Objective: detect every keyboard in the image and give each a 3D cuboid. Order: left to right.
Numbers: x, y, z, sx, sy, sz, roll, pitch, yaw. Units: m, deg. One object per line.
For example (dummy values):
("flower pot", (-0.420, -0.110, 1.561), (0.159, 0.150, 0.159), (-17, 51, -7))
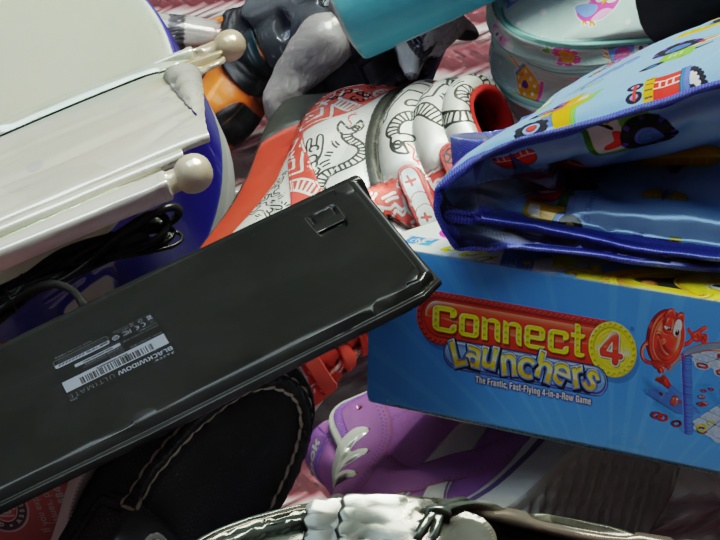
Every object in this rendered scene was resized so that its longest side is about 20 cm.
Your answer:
("keyboard", (-0.082, 0.024, 0.792), (0.200, 0.021, 0.127), (-25, 34, -8))

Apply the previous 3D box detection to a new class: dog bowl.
("dog bowl", (-0.158, -0.036, 1.036), (0.200, 0.079, 0.201), (-8, 55, 12))

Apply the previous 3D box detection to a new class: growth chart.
("growth chart", (-0.112, -0.038, 0.900), (0.144, 0.018, 0.200), (-21, 18, 6))

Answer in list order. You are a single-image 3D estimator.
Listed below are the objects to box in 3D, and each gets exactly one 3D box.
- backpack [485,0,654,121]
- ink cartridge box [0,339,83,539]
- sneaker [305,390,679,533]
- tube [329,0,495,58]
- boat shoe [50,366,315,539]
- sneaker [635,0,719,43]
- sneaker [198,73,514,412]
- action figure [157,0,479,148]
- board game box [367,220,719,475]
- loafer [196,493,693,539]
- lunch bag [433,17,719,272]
("backpack", (0.153, -0.093, 1.004), (0.200, 0.127, 0.167), (-4, 36, 26))
("ink cartridge box", (-0.176, 0.099, 0.855), (0.199, 0.117, 0.068), (-10, 32, 9))
("sneaker", (0.005, 0.094, 0.828), (0.114, 0.073, 0.200), (13, 30, 41))
("tube", (0.081, -0.146, 0.976), (0.200, 0.050, 0.078), (-24, 55, 9))
("boat shoe", (-0.074, 0.112, 0.783), (0.200, 0.076, 0.060), (-56, 32, -1))
("sneaker", (0.199, -0.129, 0.889), (0.199, 0.080, 0.087), (4, 53, 0))
("sneaker", (0.000, -0.001, 0.950), (0.108, 0.067, 0.202), (-8, 41, 27))
("action figure", (-0.043, -0.085, 1.113), (0.193, 0.105, 0.200), (-18, 28, 16))
("board game box", (0.137, 0.012, 0.835), (0.195, 0.056, 0.200), (9, 17, 34))
("loafer", (0.043, 0.093, 0.723), (0.199, 0.063, 0.072), (6, 62, -20))
("lunch bag", (0.122, -0.048, 0.808), (0.199, 0.094, 0.151), (-5, 14, 22))
